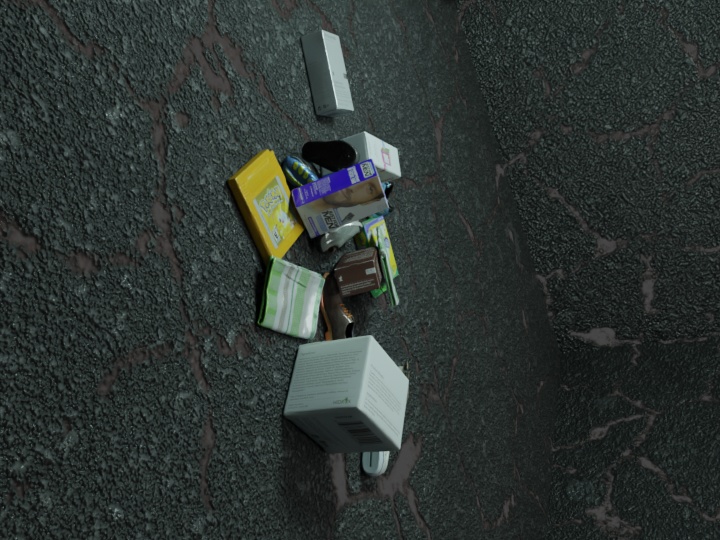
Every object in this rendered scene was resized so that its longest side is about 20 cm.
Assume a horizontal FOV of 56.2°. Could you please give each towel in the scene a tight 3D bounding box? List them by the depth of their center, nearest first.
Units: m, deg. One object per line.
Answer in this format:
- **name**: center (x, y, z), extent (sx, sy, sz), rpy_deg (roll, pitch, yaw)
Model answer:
- **towel**: center (-0.144, 0.063, 1.448), extent (0.199, 0.030, 0.153), rpy_deg (25, 69, -60)
- **towel**: center (0.069, -0.013, 1.746), extent (0.201, 0.023, 0.156), rpy_deg (-90, 166, -69)

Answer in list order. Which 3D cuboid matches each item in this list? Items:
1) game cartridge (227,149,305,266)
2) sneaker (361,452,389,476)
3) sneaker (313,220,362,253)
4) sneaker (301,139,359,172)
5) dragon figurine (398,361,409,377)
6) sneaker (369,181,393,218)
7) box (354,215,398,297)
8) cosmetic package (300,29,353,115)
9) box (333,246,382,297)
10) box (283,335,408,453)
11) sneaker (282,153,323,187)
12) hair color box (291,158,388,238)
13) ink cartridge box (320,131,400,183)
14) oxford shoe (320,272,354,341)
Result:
- **game cartridge**: center (-0.195, -0.139, 1.446), extent (0.204, 0.032, 0.177), rpy_deg (69, 28, -25)
- **sneaker**: center (0.041, 0.412, 1.694), extent (0.071, 0.071, 0.205), rpy_deg (47, 49, -60)
- **sneaker**: center (-0.060, -0.088, 1.670), extent (0.199, 0.072, 0.082), rpy_deg (-15, 104, -58)
- **sneaker**: center (-0.061, -0.267, 1.589), extent (0.103, 0.196, 0.062), rpy_deg (15, 90, -55)
- **dragon figurine**: center (0.081, 0.289, 1.816), extent (0.202, 0.097, 0.060), rpy_deg (76, 17, -53)
- **sneaker**: center (0.055, -0.249, 1.924), extent (0.078, 0.088, 0.205), rpy_deg (-4, 84, -63)
- **box**: center (0.046, -0.038, 1.869), extent (0.117, 0.047, 0.205), rpy_deg (-33, 112, -55)
- **cosmetic package**: center (-0.085, -0.510, 1.758), extent (0.101, 0.072, 0.205), rpy_deg (-19, 99, -64)
- **box**: center (0.000, 0.000, 1.646), extent (0.200, 0.098, 0.077), rpy_deg (-62, 138, -79)
- **box**: center (-0.026, 0.271, 1.453), extent (0.200, 0.196, 0.174), rpy_deg (51, 40, -42)
- **sneaker**: center (-0.102, -0.201, 1.589), extent (0.199, 0.070, 0.084), rpy_deg (44, 28, -26)
- **hair color box**: center (-0.044, -0.161, 1.525), extent (0.110, 0.196, 0.066), rpy_deg (65, 4, -50)
- **ink cartridge box**: center (0.002, -0.282, 1.768), extent (0.199, 0.142, 0.087), rpy_deg (10, 70, -62)
- **oxford shoe**: center (-0.048, 0.103, 1.607), extent (0.071, 0.071, 0.205), rpy_deg (-6, 86, -63)
